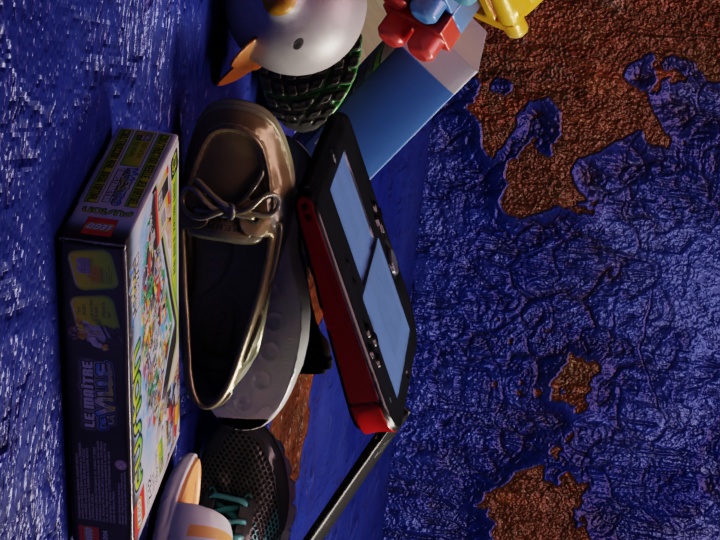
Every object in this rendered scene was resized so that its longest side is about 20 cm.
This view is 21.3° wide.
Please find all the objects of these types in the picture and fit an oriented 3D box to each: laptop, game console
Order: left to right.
[{"bbox_3d":[-0.028,0.100,1.441,0.201,0.116,0.187,-55,174,2],"label":"laptop"},{"bbox_3d":[0.000,0.000,1.289,0.200,0.031,0.178,-75,153,-69],"label":"game console"}]

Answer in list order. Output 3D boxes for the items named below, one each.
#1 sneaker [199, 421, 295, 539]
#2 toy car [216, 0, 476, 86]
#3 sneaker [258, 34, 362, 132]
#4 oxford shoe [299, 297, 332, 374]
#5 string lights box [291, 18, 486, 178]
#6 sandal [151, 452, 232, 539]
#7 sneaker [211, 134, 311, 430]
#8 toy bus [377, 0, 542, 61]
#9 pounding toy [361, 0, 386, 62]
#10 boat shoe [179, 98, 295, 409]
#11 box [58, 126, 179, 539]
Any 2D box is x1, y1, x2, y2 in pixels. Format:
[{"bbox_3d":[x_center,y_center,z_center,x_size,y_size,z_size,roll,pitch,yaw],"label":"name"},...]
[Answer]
[{"bbox_3d":[-0.094,0.204,1.352,0.091,0.077,0.202,7,89,-80],"label":"sneaker"},{"bbox_3d":[-0.031,-0.194,1.236,0.201,0.184,0.177,-53,175,9],"label":"toy car"},{"bbox_3d":[-0.030,-0.202,1.444,0.085,0.077,0.202,60,37,-82],"label":"sneaker"},{"bbox_3d":[-0.057,0.039,1.507,0.200,0.072,0.085,44,52,-83],"label":"oxford shoe"},{"bbox_3d":[0.007,-0.120,1.480,0.200,0.059,0.103,-45,-169,23],"label":"string lights box"},{"bbox_3d":[-0.112,0.226,1.252,0.079,0.059,0.208,83,15,-69],"label":"sandal"},{"bbox_3d":[-0.062,0.003,1.358,0.146,0.080,0.202,-26,117,-78],"label":"sneaker"},{"bbox_3d":[0.059,-0.253,1.379,0.192,0.199,0.136,-53,152,-8],"label":"toy bus"},{"bbox_3d":[0.015,-0.286,1.643,0.184,0.141,0.202,52,42,-62],"label":"pounding toy"},{"bbox_3d":[-0.084,-0.009,1.196,0.063,0.073,0.202,-82,-176,-58],"label":"boat shoe"},{"bbox_3d":[-0.125,0.039,1.011,0.110,0.034,0.201,-74,170,-55],"label":"box"}]
